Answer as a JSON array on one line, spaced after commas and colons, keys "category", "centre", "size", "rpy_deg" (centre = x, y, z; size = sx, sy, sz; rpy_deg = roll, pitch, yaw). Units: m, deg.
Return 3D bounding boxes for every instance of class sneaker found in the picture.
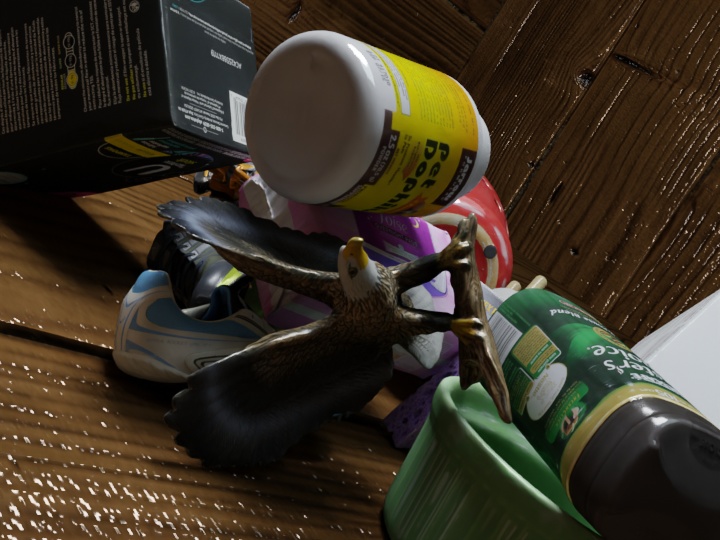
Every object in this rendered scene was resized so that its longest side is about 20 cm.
[{"category": "sneaker", "centre": [-0.130, 0.005, 0.810], "size": [0.080, 0.075, 0.200], "rpy_deg": [21, 7, -12]}, {"category": "sneaker", "centre": [-0.072, 0.055, 0.688], "size": [0.198, 0.074, 0.071], "rpy_deg": [24, -8, -41]}]

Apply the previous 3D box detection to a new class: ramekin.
[{"category": "ramekin", "centre": [0.110, 0.170, 0.682], "size": [0.198, 0.099, 0.200], "rpy_deg": [32, 10, -6]}]

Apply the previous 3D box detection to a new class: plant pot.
[{"category": "plant pot", "centre": [0.089, -0.031, 1.259], "size": [0.198, 0.202, 0.183], "rpy_deg": [31, 13, -10]}]

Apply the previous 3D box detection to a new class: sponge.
[{"category": "sponge", "centre": [0.113, 0.116, 0.895], "size": [0.199, 0.111, 0.030], "rpy_deg": [19, 34, -54]}]

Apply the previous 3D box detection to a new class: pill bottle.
[{"category": "pill bottle", "centre": [0.016, -0.096, 0.730], "size": [0.109, 0.111, 0.199], "rpy_deg": [38, 19, 28]}]

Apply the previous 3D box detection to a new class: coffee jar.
[{"category": "coffee jar", "centre": [0.150, 0.092, 0.641], "size": [0.103, 0.086, 0.200], "rpy_deg": [28, 12, -25]}]

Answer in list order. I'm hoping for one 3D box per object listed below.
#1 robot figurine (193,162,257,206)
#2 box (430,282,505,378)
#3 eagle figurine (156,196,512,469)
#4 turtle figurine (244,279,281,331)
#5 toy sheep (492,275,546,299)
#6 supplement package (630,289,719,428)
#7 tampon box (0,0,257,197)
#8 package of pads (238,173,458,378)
[{"category": "robot figurine", "centre": [-0.049, -0.094, 0.900], "size": [0.144, 0.059, 0.199], "rpy_deg": [35, 48, 25]}, {"category": "box", "centre": [0.095, 0.064, 1.014], "size": [0.158, 0.048, 0.201], "rpy_deg": [38, -18, 19]}, {"category": "eagle figurine", "centre": [-0.019, 0.023, 0.630], "size": [0.196, 0.154, 0.153], "rpy_deg": [-8, 29, -1]}, {"category": "turtle figurine", "centre": [-0.058, -0.035, 0.974], "size": [0.141, 0.204, 0.194], "rpy_deg": [2, 15, 5]}, {"category": "toy sheep", "centre": [0.172, 0.083, 1.147], "size": [0.201, 0.137, 0.138], "rpy_deg": [52, 8, -8]}, {"category": "supplement package", "centre": [0.319, 0.138, 1.000], "size": [0.153, 0.150, 0.200], "rpy_deg": [52, -26, 9]}, {"category": "tampon box", "centre": [-0.196, -0.140, 0.804], "size": [0.196, 0.129, 0.149], "rpy_deg": [-9, -6, 22]}, {"category": "package of pads", "centre": [0.000, 0.000, 0.796], "size": [0.198, 0.075, 0.122], "rpy_deg": [23, 44, -45]}]
